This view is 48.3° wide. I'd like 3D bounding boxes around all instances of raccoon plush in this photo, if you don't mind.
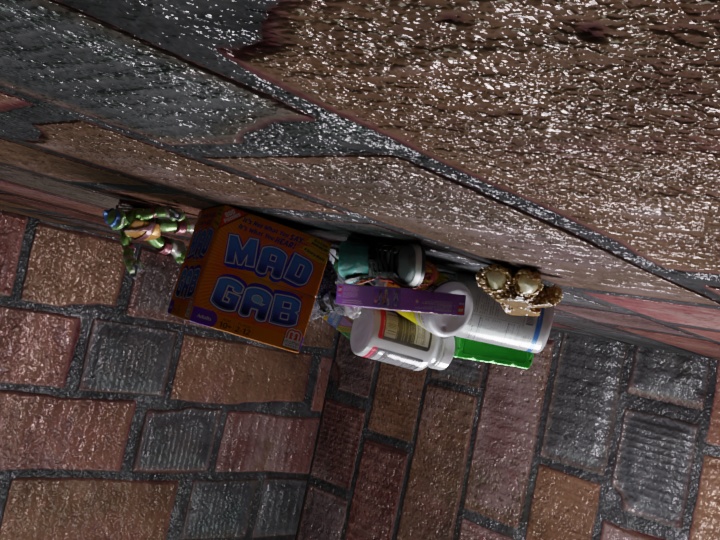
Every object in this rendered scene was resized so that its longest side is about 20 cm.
[{"bbox_3d":[-0.048,0.037,1.568,0.200,0.097,0.134,24,-136,29],"label":"raccoon plush"}]

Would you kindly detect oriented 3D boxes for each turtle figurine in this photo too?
[{"bbox_3d":[-0.381,-0.054,1.539,0.200,0.144,0.194,14,-178,33],"label":"turtle figurine"}]

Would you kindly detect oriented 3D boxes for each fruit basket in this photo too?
[{"bbox_3d":[0.293,0.126,1.786,0.215,0.156,0.216,9,-170,-2],"label":"fruit basket"}]

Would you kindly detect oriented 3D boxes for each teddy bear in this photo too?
[{"bbox_3d":[0.269,0.025,1.376,0.145,0.067,0.200,-2,163,33],"label":"teddy bear"}]

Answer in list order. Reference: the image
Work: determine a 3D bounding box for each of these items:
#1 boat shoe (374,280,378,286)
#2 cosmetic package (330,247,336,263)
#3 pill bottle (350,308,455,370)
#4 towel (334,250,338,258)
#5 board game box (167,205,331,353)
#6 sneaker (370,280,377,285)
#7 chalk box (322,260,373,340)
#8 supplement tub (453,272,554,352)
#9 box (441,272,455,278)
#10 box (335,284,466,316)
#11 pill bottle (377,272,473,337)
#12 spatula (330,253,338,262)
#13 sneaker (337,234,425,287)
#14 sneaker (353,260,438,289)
[{"bbox_3d":[0.070,0.090,1.715,0.072,0.200,0.071,-27,-132,-28],"label":"boat shoe"},{"bbox_3d":[-0.134,-0.009,1.749,0.074,0.102,0.200,13,178,-31],"label":"cosmetic package"},{"bbox_3d":[0.089,0.142,1.641,0.200,0.111,0.111,17,174,-21],"label":"pill bottle"},{"bbox_3d":[0.008,-0.022,1.724,0.146,0.022,0.200,15,177,-29],"label":"towel"},{"bbox_3d":[-0.200,0.015,1.418,0.200,0.200,0.200,19,174,-23],"label":"board game box"},{"bbox_3d":[0.070,0.029,1.786,0.082,0.074,0.200,-1,179,-14],"label":"sneaker"},{"bbox_3d":[-0.043,0.060,1.825,0.200,0.124,0.124,37,-177,7],"label":"chalk box"},{"bbox_3d":[0.279,0.085,1.622,0.200,0.132,0.132,12,176,3],"label":"supplement tub"},{"bbox_3d":[0.155,0.025,1.801,0.039,0.042,0.200,14,175,-25],"label":"box"},{"bbox_3d":[0.066,0.051,1.392,0.137,0.039,0.200,7,177,-32],"label":"box"},{"bbox_3d":[0.119,0.047,1.559,0.109,0.109,0.200,15,-172,-36],"label":"pill bottle"},{"bbox_3d":[0.000,0.000,1.646,0.200,0.021,0.057,19,-158,-50],"label":"spatula"},{"bbox_3d":[0.025,-0.017,1.320,0.121,0.084,0.200,3,180,-17],"label":"sneaker"},{"bbox_3d":[0.060,-0.010,1.518,0.200,0.073,0.077,7,-157,32],"label":"sneaker"}]
